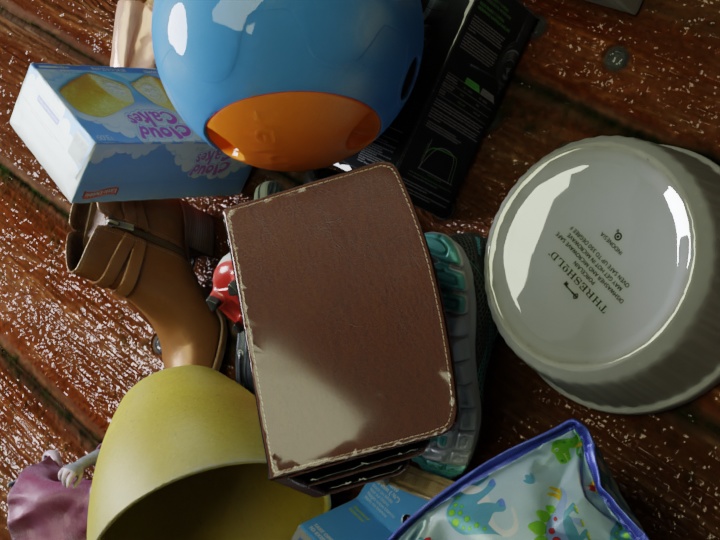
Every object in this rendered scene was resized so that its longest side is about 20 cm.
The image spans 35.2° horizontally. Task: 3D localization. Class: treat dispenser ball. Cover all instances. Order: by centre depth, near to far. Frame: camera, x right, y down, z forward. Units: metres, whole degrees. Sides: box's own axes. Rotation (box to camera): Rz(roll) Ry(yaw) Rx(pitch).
[{"bbox_3d":[-0.052,-0.174,0.832,0.199,0.200,0.203,-10,73,34],"label":"treat dispenser ball"}]

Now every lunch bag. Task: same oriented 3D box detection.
[{"bbox_3d":[0.090,0.207,0.738,0.198,0.170,0.128,-27,60,4],"label":"lunch bag"}]

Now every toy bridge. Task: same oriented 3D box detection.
[{"bbox_3d":[0.016,0.146,0.871,0.198,0.067,0.027,23,73,18],"label":"toy bridge"}]

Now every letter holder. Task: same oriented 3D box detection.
[{"bbox_3d":[-0.002,0.042,0.815,0.141,0.101,0.202,-17,69,10],"label":"letter holder"}]

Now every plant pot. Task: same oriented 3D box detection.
[{"bbox_3d":[-0.138,0.165,0.947,0.200,0.199,0.143,-43,46,20],"label":"plant pot"}]

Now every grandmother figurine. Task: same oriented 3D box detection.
[{"bbox_3d":[-0.246,-0.190,1.188,0.120,0.060,0.202,1,77,45],"label":"grandmother figurine"}]

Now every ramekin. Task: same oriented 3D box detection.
[{"bbox_3d":[0.179,-0.002,0.804,0.201,0.094,0.205,-10,73,34],"label":"ramekin"}]

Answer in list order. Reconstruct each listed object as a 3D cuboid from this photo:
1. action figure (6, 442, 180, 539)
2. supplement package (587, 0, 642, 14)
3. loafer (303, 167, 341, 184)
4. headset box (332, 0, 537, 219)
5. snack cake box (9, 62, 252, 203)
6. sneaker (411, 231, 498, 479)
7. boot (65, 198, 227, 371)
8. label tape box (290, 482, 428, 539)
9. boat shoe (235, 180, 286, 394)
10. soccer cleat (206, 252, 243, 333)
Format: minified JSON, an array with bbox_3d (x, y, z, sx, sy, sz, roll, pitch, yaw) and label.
[{"bbox_3d":[-0.231,0.225,1.069,0.198,0.149,0.135,-19,97,12],"label":"action figure"},{"bbox_3d":[0.138,-0.296,0.896,0.199,0.109,0.115,29,96,37],"label":"supplement package"},{"bbox_3d":[0.000,0.000,0.959,0.072,0.072,0.201,-58,44,32],"label":"loafer"},{"bbox_3d":[0.028,-0.174,0.958,0.173,0.092,0.202,27,95,38],"label":"headset box"},{"bbox_3d":[-0.200,-0.126,1.034,0.115,0.199,0.068,46,122,26],"label":"snack cake box"},{"bbox_3d":[0.078,0.063,0.875,0.077,0.091,0.202,15,113,33],"label":"sneaker"},{"bbox_3d":[-0.201,0.017,1.040,0.073,0.154,0.202,-19,68,31],"label":"boot"},{"bbox_3d":[-0.004,0.270,0.891,0.144,0.063,0.201,36,101,36],"label":"label tape box"},{"bbox_3d":[-0.085,0.020,1.008,0.062,0.074,0.203,-8,79,29],"label":"boat shoe"},{"bbox_3d":[-0.046,0.062,0.938,0.068,0.085,0.201,-24,106,45],"label":"soccer cleat"}]
